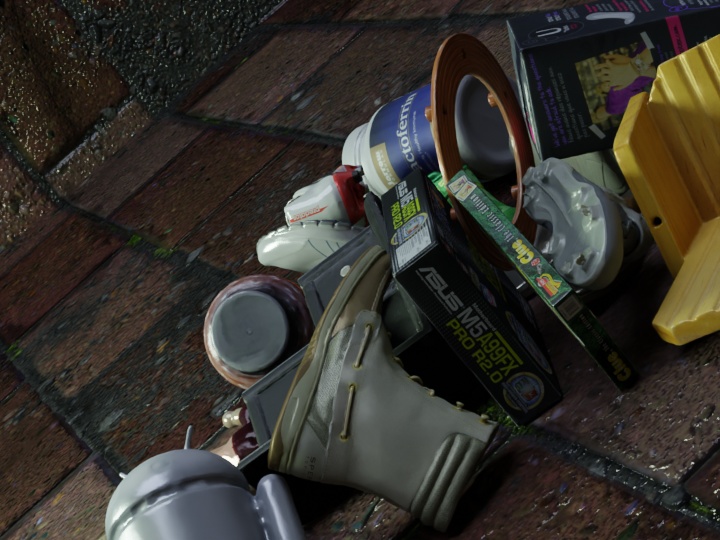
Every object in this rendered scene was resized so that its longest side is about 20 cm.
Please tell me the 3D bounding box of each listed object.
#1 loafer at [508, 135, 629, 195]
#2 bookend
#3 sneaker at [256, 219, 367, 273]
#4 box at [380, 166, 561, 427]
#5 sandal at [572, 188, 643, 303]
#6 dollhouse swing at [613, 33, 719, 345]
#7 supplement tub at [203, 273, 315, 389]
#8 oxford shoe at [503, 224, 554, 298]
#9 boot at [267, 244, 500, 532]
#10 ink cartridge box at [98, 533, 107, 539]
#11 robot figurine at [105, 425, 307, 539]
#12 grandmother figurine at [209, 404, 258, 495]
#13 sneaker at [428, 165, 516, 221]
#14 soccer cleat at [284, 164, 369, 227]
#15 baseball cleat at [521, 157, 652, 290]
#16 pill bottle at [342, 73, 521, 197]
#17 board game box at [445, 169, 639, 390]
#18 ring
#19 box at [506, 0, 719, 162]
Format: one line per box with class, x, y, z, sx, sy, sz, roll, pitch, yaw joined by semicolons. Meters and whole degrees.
loafer;0.210;-0.107;1.741;0.063;0.072;0.200;-27;18;-20
bookend;-0.018;0.071;1.593;0.198;0.092;0.200;-36;37;11
sneaker;0.000;0.000;1.720;0.198;0.088;0.074;6;-1;14
box;0.084;0.016;1.510;0.044;0.160;0.200;-37;16;11
sandal;0.207;-0.041;1.576;0.200;0.054;0.080;-49;19;-30
dollhouse swing;0.270;-0.074;1.357;0.199;0.183;0.176;-25;1;37
supplement tub;-0.082;0.058;1.736;0.107;0.107;0.200;-38;-7;4
oxford shoe;0.122;-0.004;1.660;0.199;0.058;0.075;-36;14;4
boot;0.033;0.087;1.429;0.072;0.154;0.201;101;-169;-58
ink cartridge box;-0.176;0.270;1.560;0.164;0.075;0.200;-38;16;0
robot figurine;-0.118;0.215;1.393;0.169;0.113;0.201;-27;61;4
grandmother figurine;-0.102;0.166;1.712;0.199;0.061;0.122;-33;45;13
sneaker;0.096;-0.050;1.786;0.074;0.084;0.200;-41;17;-8
soccer cleat;-0.030;-0.062;1.853;0.085;0.069;0.200;-20;1;3
baseball cleat;0.186;-0.031;1.446;0.070;0.106;0.200;-60;19;19
pill bottle;0.076;-0.132;1.986;0.199;0.116;0.116;-20;25;50
board game box;0.134;0.004;1.432;0.023;0.105;0.200;-38;34;1
ring;0.100;-0.097;1.581;0.019;0.201;0.201;-13;27;27
box;0.236;-0.176;1.650;0.198;0.107;0.122;-11;19;3
